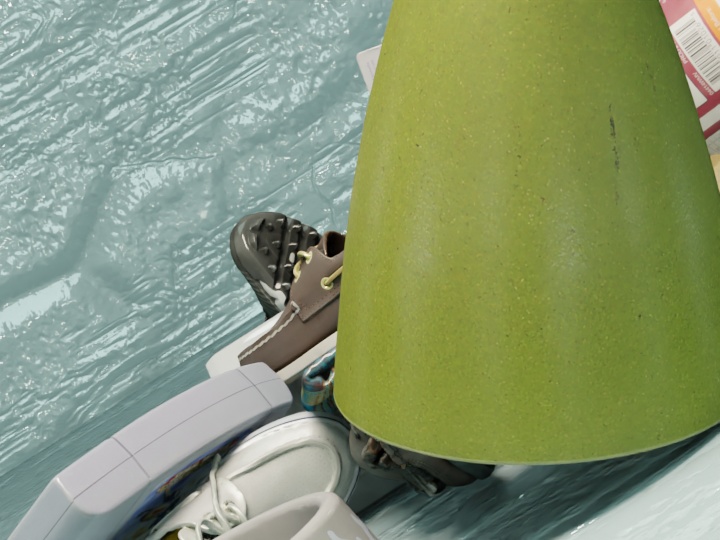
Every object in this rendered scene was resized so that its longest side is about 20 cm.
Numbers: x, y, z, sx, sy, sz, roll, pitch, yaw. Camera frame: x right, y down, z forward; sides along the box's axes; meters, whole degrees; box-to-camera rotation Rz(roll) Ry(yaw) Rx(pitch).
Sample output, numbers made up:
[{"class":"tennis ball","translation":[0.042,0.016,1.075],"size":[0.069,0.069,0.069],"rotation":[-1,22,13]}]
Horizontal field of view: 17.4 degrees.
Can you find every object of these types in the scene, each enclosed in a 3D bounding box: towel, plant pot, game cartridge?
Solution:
[{"class":"towel","translation":[0.028,0.025,1.240],"size":[0.146,0.022,0.200],"rotation":[-38,-4,-5]},{"class":"plant pot","translation":[0.075,-0.046,1.010],"size":[0.185,0.202,0.187],"rotation":[-3,19,1]},{"class":"game cartridge","translation":[-0.118,0.119,1.269],"size":[0.133,0.042,0.200],"rotation":[-47,-10,33]}]

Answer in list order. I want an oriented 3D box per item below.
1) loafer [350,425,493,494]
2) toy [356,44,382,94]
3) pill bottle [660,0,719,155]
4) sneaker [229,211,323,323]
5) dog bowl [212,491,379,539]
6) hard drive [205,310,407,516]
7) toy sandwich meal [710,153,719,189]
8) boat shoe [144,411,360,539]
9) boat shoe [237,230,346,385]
[{"class":"loafer","translation":[0.026,0.085,1.165],"size":[0.063,0.072,0.200],"rotation":[-39,-5,7]},{"class":"toy","translation":[0.111,-0.113,1.422],"size":[0.199,0.116,0.047],"rotation":[-19,9,14]},{"class":"pill bottle","translation":[0.156,-0.093,1.333],"size":[0.200,0.110,0.110],"rotation":[-37,1,25]},{"class":"sneaker","translation":[-0.035,0.033,1.525],"size":[0.090,0.200,0.067],"rotation":[-14,52,34]},{"class":"dog bowl","translation":[-0.070,0.167,1.024],"size":[0.199,0.059,0.200],"rotation":[-31,3,2]},{"class":"hard drive","translation":[-0.011,0.071,1.370],"size":[0.131,0.026,0.200],"rotation":[-32,30,0]},{"class":"toy sandwich meal","translation":[0.142,0.009,1.240],"size":[0.204,0.071,0.205],"rotation":[-32,4,2]},{"class":"boat shoe","translation":[-0.077,0.145,1.221],"size":[0.201,0.075,0.086],"rotation":[-35,4,-12]},{"class":"boat shoe","translation":[0.000,0.000,1.328],"size":[0.200,0.060,0.072],"rotation":[-37,0,27]}]
